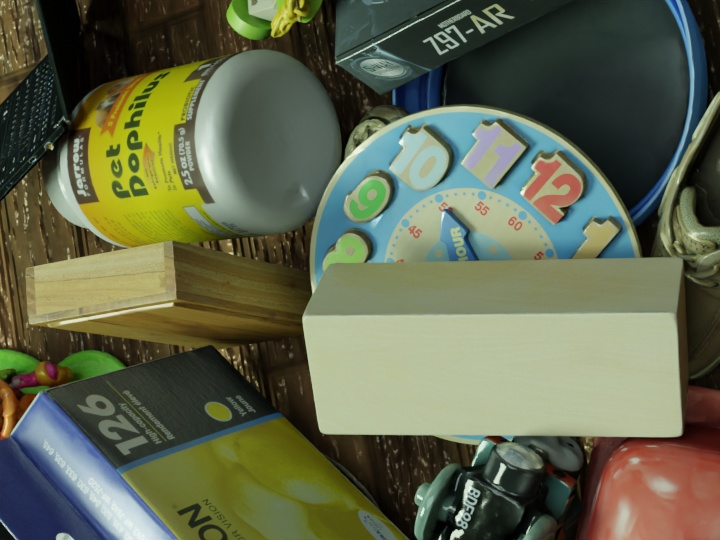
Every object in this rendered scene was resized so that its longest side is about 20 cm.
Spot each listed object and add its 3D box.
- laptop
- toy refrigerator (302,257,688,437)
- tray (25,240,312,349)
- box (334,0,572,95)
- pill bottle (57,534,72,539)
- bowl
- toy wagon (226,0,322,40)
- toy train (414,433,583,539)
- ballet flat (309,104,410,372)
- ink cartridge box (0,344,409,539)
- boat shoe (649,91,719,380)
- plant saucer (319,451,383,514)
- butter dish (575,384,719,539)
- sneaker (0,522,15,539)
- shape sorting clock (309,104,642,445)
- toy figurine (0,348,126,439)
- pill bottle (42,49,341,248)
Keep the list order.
[{"bbox_3d":[-0.238,-0.138,1.154,0.200,0.103,0.178,-43,23,16],"label":"laptop"},{"bbox_3d":[0.076,0.040,0.968,0.198,0.070,0.077,-1,117,15],"label":"toy refrigerator"},{"bbox_3d":[-0.100,0.019,1.062,0.098,0.200,0.037,-9,81,25],"label":"tray"},{"bbox_3d":[0.059,-0.222,1.044,0.159,0.043,0.202,-22,53,36],"label":"box"},{"bbox_3d":[-0.108,0.203,1.060,0.111,0.111,0.200,-46,67,14],"label":"pill bottle"},{"bbox_3d":[0.111,-0.106,1.048,0.199,0.039,0.203,0,90,34],"label":"bowl"},{"bbox_3d":[-0.037,-0.212,1.087,0.201,0.039,0.156,-97,29,-42],"label":"toy wagon"},{"bbox_3d":[0.065,0.177,0.990,0.085,0.114,0.201,26,111,21],"label":"toy train"},{"bbox_3d":[0.000,0.000,1.079,0.067,0.046,0.202,20,105,46],"label":"ballet flat"},{"bbox_3d":[-0.096,0.134,1.015,0.198,0.199,0.047,43,121,23],"label":"ink cartridge box"},{"bbox_3d":[0.190,-0.024,0.971,0.072,0.065,0.201,36,123,29],"label":"boat shoe"},{"bbox_3d":[-0.056,0.206,1.113,0.199,0.032,0.202,-3,83,26],"label":"plant saucer"},{"bbox_3d":[0.187,0.165,0.933,0.198,0.148,0.202,9,88,27],"label":"butter dish"},{"bbox_3d":[-0.184,0.228,1.124,0.082,0.072,0.201,-21,105,41],"label":"sneaker"},{"bbox_3d":[0.063,0.006,1.016,0.198,0.039,0.202,4,104,17],"label":"shape sorting clock"},{"bbox_3d":[-0.268,0.110,1.143,0.199,0.184,0.151,-24,74,21],"label":"toy figurine"},{"bbox_3d":[-0.112,-0.071,1.111,0.199,0.109,0.110,-5,81,47],"label":"pill bottle"}]
